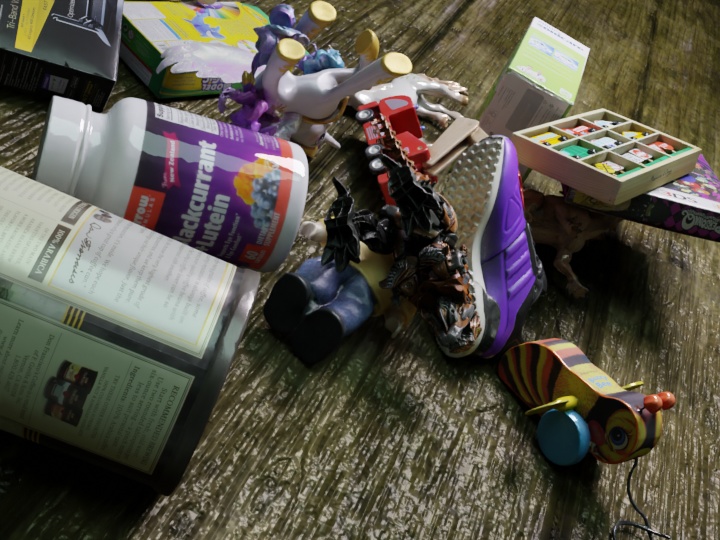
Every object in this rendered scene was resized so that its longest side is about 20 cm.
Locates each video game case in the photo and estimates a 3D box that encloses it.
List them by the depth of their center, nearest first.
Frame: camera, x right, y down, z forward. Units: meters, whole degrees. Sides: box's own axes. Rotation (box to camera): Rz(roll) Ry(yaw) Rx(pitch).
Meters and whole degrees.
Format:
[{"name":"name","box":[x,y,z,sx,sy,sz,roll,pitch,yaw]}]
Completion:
[{"name":"video game case","box":[0.305,-0.103,1.001,0.180,0.036,0.200,15,27,0]}]

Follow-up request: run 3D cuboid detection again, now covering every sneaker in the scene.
[{"name":"sneaker","box":[0.126,-0.018,0.828,0.099,0.201,0.069,10,-4,-32]}]

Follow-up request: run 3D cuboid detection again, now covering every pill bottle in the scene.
[{"name":"pill bottle","box":[-0.152,-0.071,0.725,0.199,0.112,0.112,13,39,-22]}]

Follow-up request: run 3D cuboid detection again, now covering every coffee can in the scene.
[{"name":"coffee can","box":[-0.179,0.030,0.551,0.199,0.147,0.147,24,36,-9]}]

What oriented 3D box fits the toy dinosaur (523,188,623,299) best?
[{"name":"toy dinosaur","box":[0.198,-0.058,0.987,0.199,0.086,0.136,20,34,-2]}]

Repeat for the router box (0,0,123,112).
[{"name":"router box","box":[-0.301,-0.257,0.844,0.157,0.052,0.201,13,57,-26]}]

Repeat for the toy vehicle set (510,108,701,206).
[{"name":"toy vehicle set","box":[0.255,-0.122,0.944,0.124,0.027,0.200,31,33,30]}]

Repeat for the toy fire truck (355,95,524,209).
[{"name":"toy fire truck","box":[0.078,-0.121,0.935,0.140,0.049,0.201,-18,43,5]}]

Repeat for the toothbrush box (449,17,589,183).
[{"name":"toothbrush box","box":[0.192,-0.195,1.090,0.086,0.146,0.200,29,35,-1]}]

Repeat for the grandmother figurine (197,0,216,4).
[{"name":"grandmother figurine","box":[-0.206,-0.357,1.048,0.121,0.061,0.200,8,27,-28]}]

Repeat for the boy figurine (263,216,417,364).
[{"name":"boy figurine","box":[0.000,0.000,0.785,0.124,0.064,0.200,44,36,7]}]

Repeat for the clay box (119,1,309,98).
[{"name":"clay box","box":[-0.159,-0.239,0.979,0.200,0.048,0.115,-15,53,-46]}]

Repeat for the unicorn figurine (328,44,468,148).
[{"name":"unicorn figurine","box":[0.046,-0.197,1.066,0.137,0.074,0.200,29,20,14]}]

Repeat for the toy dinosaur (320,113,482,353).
[{"name":"toy dinosaur","box":[0.038,-0.031,0.745,0.200,0.102,0.136,53,19,28]}]

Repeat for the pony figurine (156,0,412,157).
[{"name":"pony figurine","box":[-0.075,-0.159,0.838,0.192,0.200,0.167,1,69,-26]}]

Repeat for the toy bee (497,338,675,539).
[{"name":"toy bee","box":[0.206,0.118,0.753,0.200,0.109,0.131,41,35,15]}]
